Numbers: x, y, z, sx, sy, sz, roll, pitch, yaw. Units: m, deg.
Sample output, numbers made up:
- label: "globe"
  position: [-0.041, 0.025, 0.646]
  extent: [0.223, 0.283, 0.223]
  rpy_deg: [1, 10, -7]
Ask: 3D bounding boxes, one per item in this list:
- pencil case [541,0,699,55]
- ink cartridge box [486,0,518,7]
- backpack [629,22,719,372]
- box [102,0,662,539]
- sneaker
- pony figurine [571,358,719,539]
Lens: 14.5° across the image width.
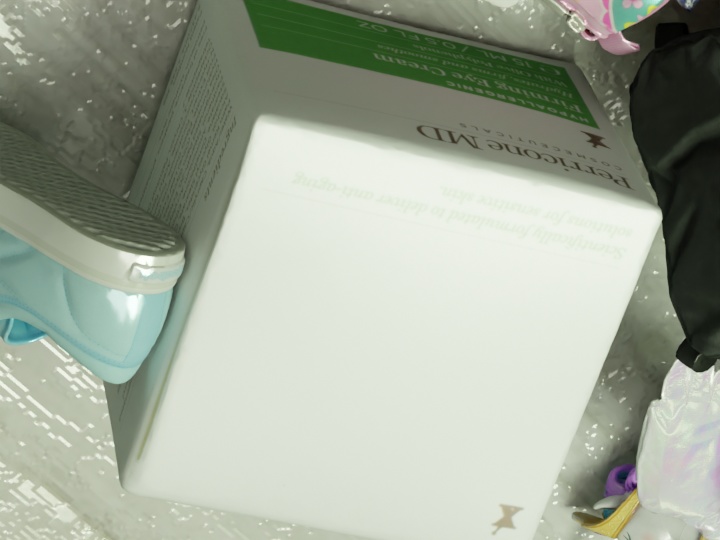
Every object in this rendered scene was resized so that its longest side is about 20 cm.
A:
- label: "pencil case"
  position: [0.066, -0.182, 1.271]
  extent: [0.200, 0.087, 0.087]
  rpy_deg: [35, 107, -24]
- label: "ink cartridge box"
  position: [0.005, -0.207, 1.164]
  extent: [0.200, 0.068, 0.117]
  rpy_deg: [29, 117, -10]
- label: "backpack"
  position: [0.235, -0.044, 1.318]
  extent: [0.200, 0.127, 0.167]
  rpy_deg: [-8, 90, -36]
- label: "box"
  position: [0.000, 0.000, 1.309]
  extent: [0.199, 0.171, 0.200]
  rpy_deg: [13, 115, -17]
- label: "sneaker"
  position: [-0.163, -0.012, 1.266]
  extent: [0.074, 0.200, 0.082]
  rpy_deg: [-1, 115, -45]
- label: "pony figurine"
  position: [0.205, 0.118, 1.409]
  extent: [0.166, 0.200, 0.193]
  rpy_deg: [-21, 138, -48]
